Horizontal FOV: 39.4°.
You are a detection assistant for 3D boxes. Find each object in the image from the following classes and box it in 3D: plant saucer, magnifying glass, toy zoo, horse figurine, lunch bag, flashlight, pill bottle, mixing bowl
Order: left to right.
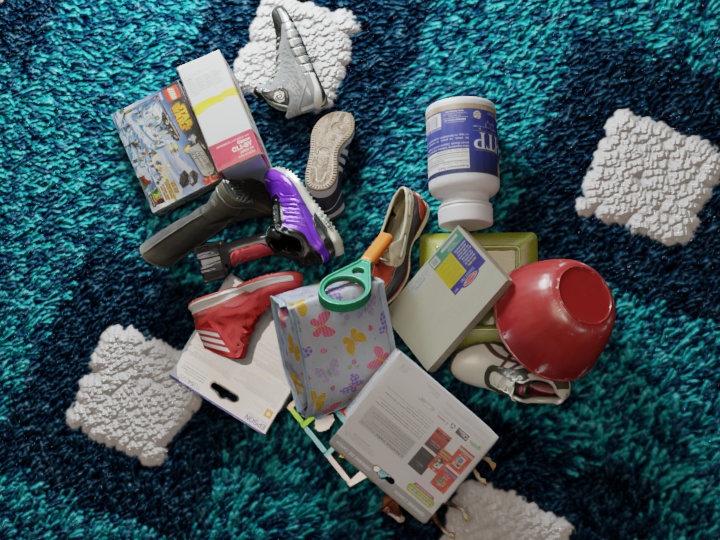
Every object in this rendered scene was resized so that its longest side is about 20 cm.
[{"bbox_3d":[-0.170,-0.028,1.673,0.198,0.068,0.068,-18,122,-9],"label":"flashlight"},{"bbox_3d":[-0.040,0.120,1.591,0.168,0.127,0.202,-17,104,-19],"label":"lunch bag"},{"bbox_3d":[-0.011,0.257,1.643,0.131,0.020,0.200,-41,78,-2],"label":"toy zoo"},{"bbox_3d":[0.000,0.000,1.551,0.079,0.023,0.200,14,37,21],"label":"magnifying glass"},{"bbox_3d":[0.132,0.329,1.600,0.132,0.050,0.201,31,87,5],"label":"horse figurine"},{"bbox_3d":[0.169,-0.172,1.651,0.118,0.120,0.202,-3,80,6],"label":"pill bottle"},{"bbox_3d":[0.194,0.032,1.647,0.198,0.048,0.202,-1,80,6],"label":"plant saucer"},{"bbox_3d":[0.319,0.060,1.552,0.198,0.108,0.202,11,61,-20],"label":"mixing bowl"}]

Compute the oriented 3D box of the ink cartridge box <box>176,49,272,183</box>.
[{"bbox_3d":[-0.224,-0.248,1.696,0.083,0.145,0.202,-23,78,1],"label":"ink cartridge box"}]

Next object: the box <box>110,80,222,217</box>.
[{"bbox_3d":[-0.335,-0.212,1.757,0.136,0.040,0.201,-26,78,3],"label":"box"}]

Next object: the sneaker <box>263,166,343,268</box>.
[{"bbox_3d":[-0.119,-0.083,1.624,0.099,0.070,0.200,-30,62,-17],"label":"sneaker"}]

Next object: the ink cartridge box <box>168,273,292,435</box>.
[{"bbox_3d":[-0.186,0.139,1.674,0.195,0.043,0.201,30,85,9],"label":"ink cartridge box"}]

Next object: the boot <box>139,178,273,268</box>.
[{"bbox_3d":[-0.249,-0.073,1.692,0.200,0.181,0.073,-42,65,23],"label":"boot"}]

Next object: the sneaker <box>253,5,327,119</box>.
[{"bbox_3d":[-0.144,-0.355,1.745,0.115,0.075,0.202,-24,79,4],"label":"sneaker"}]

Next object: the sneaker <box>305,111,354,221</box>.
[{"bbox_3d":[-0.051,-0.172,1.710,0.069,0.109,0.201,6,50,10],"label":"sneaker"}]

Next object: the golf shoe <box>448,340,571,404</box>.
[{"bbox_3d":[0.235,0.165,1.590,0.198,0.088,0.078,8,108,10],"label":"golf shoe"}]

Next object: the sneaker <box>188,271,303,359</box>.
[{"bbox_3d":[-0.173,0.077,1.636,0.198,0.078,0.117,-18,86,14],"label":"sneaker"}]

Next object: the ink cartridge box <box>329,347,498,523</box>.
[{"bbox_3d":[0.076,0.250,1.531,0.200,0.084,0.176,41,89,-2],"label":"ink cartridge box"}]

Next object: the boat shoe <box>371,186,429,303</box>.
[{"bbox_3d":[0.052,-0.039,1.658,0.071,0.062,0.202,15,78,40],"label":"boat shoe"}]

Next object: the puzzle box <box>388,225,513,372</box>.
[{"bbox_3d":[0.138,0.045,1.602,0.200,0.025,0.133,-50,57,18],"label":"puzzle box"}]
